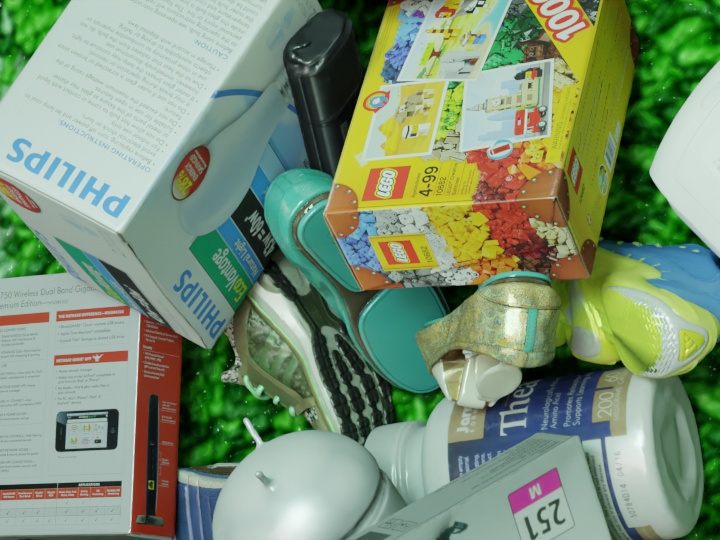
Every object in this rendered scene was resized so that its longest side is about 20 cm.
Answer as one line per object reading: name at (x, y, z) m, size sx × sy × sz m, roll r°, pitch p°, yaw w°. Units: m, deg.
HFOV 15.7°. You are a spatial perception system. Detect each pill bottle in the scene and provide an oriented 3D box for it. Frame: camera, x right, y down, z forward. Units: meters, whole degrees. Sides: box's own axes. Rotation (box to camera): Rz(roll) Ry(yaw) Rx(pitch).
pill bottle at (0.107, 0.125, 1.652) m, size 0.200 × 0.111 × 0.111 m, roll -10°, pitch 92°, yaw 23°

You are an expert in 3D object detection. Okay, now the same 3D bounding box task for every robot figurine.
robot figurine at (-0.015, 0.179, 1.598) m, size 0.113 × 0.170 × 0.200 m, roll -37°, pitch 115°, yaw -6°

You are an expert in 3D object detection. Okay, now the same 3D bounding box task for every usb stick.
usb stick at (-0.014, -0.089, 1.644) m, size 0.033 × 0.200 × 0.055 m, roll 25°, pitch 65°, yaw 23°

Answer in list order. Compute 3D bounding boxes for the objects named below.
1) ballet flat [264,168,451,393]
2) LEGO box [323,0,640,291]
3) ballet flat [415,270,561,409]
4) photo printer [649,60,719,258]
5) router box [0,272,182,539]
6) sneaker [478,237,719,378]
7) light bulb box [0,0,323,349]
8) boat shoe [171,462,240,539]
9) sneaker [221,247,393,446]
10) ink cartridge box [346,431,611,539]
ballet flat at (0.000, 0.000, 1.678) m, size 0.067 × 0.200 × 0.070 m, roll -39°, pitch 42°, yaw -2°
LEGO box at (0.078, -0.088, 1.598) m, size 0.149 × 0.200 × 0.077 m, roll -3°, pitch 138°, yaw 22°
ballet flat at (0.075, 0.051, 1.597) m, size 0.071 × 0.200 × 0.071 m, roll 3°, pitch 78°, yaw -12°
photo printer at (0.286, -0.054, 1.580) m, size 0.200 × 0.069 × 0.166 m, roll 45°, pitch 110°, yaw 12°
router box at (-0.214, 0.094, 1.773) m, size 0.200 × 0.049 × 0.180 m, roll -4°, pitch 79°, yaw 34°
sneaker at (0.163, 0.014, 1.646) m, size 0.200 × 0.105 × 0.076 m, roll 31°, pitch 125°, yaw 46°
light bulb box at (-0.115, -0.089, 1.636) m, size 0.125 × 0.198 × 0.200 m, roll 28°, pitch 77°, yaw 23°
boat shoe at (-0.091, 0.165, 1.759) m, size 0.200 × 0.072 × 0.072 m, roll 0°, pitch 93°, yaw 31°
sneaker at (-0.049, 0.063, 1.741) m, size 0.089 × 0.077 × 0.200 m, roll -37°, pitch 74°, yaw 31°
ink cartridge box at (0.069, 0.214, 1.533) m, size 0.044 × 0.200 × 0.174 m, roll 2°, pitch 115°, yaw 57°
